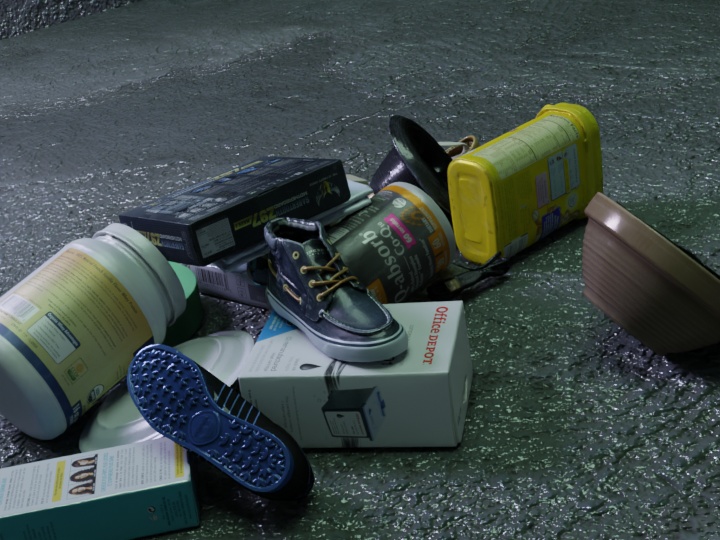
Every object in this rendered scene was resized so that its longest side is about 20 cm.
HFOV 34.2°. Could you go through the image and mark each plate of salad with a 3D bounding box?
[{"bbox_3d":[-0.187,0.127,1.160,0.199,0.048,0.200,-27,19,10],"label":"plate of salad"}]

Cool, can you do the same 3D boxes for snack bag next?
[{"bbox_3d":[-0.102,-0.062,1.333,0.188,0.021,0.200,-28,22,-16],"label":"snack bag"}]

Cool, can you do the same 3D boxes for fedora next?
[{"bbox_3d":[0.073,-0.107,1.518,0.091,0.201,0.201,-37,18,17],"label":"fedora"}]

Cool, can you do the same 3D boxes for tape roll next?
[{"bbox_3d":[-0.287,0.049,1.374,0.199,0.048,0.201,-6,25,3],"label":"tape roll"}]

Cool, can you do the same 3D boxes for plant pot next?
[{"bbox_3d":[0.287,0.018,1.157,0.093,0.200,0.201,-52,26,7],"label":"plant pot"}]

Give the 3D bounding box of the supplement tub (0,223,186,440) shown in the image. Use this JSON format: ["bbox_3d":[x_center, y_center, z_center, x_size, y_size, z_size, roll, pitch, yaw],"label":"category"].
[{"bbox_3d":[-0.289,0.058,1.190,0.144,0.145,0.200,15,48,42],"label":"supplement tub"}]

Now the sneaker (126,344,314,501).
[{"bbox_3d":[-0.124,0.140,1.035,0.200,0.078,0.070,36,83,29],"label":"sneaker"}]

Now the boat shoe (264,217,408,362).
[{"bbox_3d":[-0.032,0.015,1.106,0.071,0.091,0.200,-23,30,-29],"label":"boat shoe"}]

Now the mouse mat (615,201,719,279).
[{"bbox_3d":[0.353,0.000,1.199,0.008,0.161,0.200,-53,25,8],"label":"mouse mat"}]

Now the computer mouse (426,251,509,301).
[{"bbox_3d":[0.074,-0.014,1.411,0.109,0.044,0.200,-30,37,-30],"label":"computer mouse"}]

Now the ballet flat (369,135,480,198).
[{"bbox_3d":[0.088,-0.146,1.671,0.199,0.063,0.069,-21,27,-26],"label":"ballet flat"}]

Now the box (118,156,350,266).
[{"bbox_3d":[-0.134,-0.067,1.250,0.199,0.051,0.157,-26,21,-33],"label":"box"}]

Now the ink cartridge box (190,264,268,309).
[{"bbox_3d":[-0.087,-0.020,1.464,0.159,0.048,0.200,11,32,37],"label":"ink cartridge box"}]

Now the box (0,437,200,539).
[{"bbox_3d":[-0.243,0.200,1.021,0.199,0.049,0.082,-10,24,-5],"label":"box"}]

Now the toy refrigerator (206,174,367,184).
[{"bbox_3d":[-0.096,-0.082,1.512,0.199,0.076,0.070,-4,13,-23],"label":"toy refrigerator"}]

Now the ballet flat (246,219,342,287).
[{"bbox_3d":[-0.064,-0.049,1.388,0.074,0.075,0.200,7,28,30],"label":"ballet flat"}]

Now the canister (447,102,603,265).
[{"bbox_3d":[0.204,-0.106,1.445,0.200,0.149,0.086,-28,31,-35],"label":"canister"}]

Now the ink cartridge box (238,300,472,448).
[{"bbox_3d":[0.000,0.100,1.129,0.199,0.086,0.147,-4,24,12],"label":"ink cartridge box"}]

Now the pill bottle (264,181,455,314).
[{"bbox_3d":[0.000,0.000,1.281,0.200,0.117,0.116,-38,35,-25],"label":"pill bottle"}]
